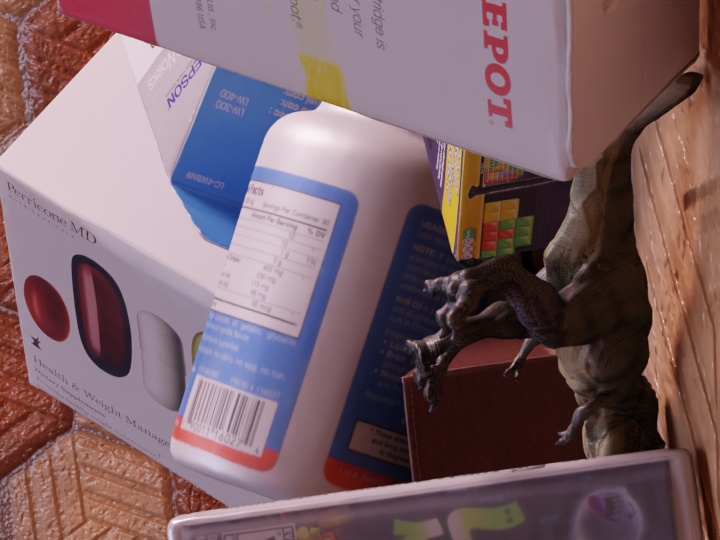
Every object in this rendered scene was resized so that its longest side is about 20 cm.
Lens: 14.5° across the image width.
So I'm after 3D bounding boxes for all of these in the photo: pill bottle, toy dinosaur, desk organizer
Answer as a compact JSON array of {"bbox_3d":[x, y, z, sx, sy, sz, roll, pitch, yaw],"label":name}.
[{"bbox_3d":[0.000,0.000,1.185,0.112,0.112,0.201,-179,107,-84],"label":"pill bottle"},{"bbox_3d":[0.062,0.011,0.928,0.201,0.088,0.048,88,163,-50],"label":"toy dinosaur"},{"bbox_3d":[0.059,0.121,1.160,0.072,0.076,0.202,-118,21,-73],"label":"desk organizer"}]

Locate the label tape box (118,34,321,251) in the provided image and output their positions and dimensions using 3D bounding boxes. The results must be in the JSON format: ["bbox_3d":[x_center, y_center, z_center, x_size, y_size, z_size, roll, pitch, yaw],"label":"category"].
[{"bbox_3d":[-0.031,-0.082,1.313,0.066,0.143,0.201,-51,40,26],"label":"label tape box"}]

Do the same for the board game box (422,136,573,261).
[{"bbox_3d":[0.048,-0.128,1.045,0.201,0.056,0.166,91,167,-57],"label":"board game box"}]

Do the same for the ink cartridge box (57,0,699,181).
[{"bbox_3d":[0.000,-0.129,0.839,0.199,0.083,0.146,21,133,30],"label":"ink cartridge box"}]

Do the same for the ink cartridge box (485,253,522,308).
[{"bbox_3d":[0.048,0.027,1.299,0.163,0.057,0.201,103,153,-75],"label":"ink cartridge box"}]

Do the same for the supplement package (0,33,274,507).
[{"bbox_3d":[-0.067,0.001,1.473,0.147,0.190,0.201,-50,-22,-29],"label":"supplement package"}]

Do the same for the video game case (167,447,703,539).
[{"bbox_3d":[0.036,0.171,0.954,0.023,0.180,0.202,-2,-97,-81],"label":"video game case"}]
